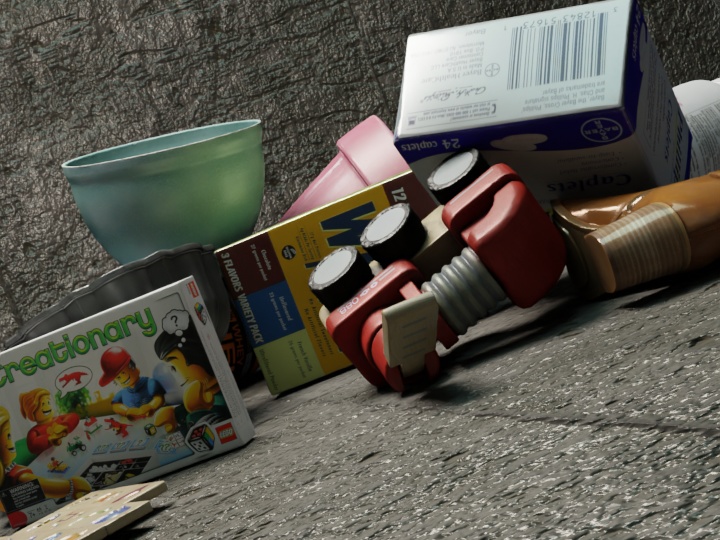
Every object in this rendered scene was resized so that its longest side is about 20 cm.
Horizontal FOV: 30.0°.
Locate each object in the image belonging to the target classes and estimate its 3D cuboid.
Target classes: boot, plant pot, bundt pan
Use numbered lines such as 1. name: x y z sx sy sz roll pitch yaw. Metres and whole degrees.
1. boot: 0.225 -0.035 0.962 0.154 0.074 0.200 -21 11 -4
2. plant pot: -0.181 -0.062 1.331 0.199 0.135 0.200 -12 11 2
3. bundt pan: -0.190 0.061 1.099 0.201 0.076 0.202 -30 -10 -6
4. plant pot: 0.002 -0.033 1.419 0.179 0.201 0.200 -37 3 2

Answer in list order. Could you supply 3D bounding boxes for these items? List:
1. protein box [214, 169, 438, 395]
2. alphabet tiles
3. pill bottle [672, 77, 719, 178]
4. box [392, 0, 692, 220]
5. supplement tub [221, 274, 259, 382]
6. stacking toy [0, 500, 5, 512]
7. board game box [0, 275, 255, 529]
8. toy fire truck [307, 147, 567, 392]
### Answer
1. protein box: 0.000 0.000 1.221 0.199 0.136 0.199 -22 3 7
2. alphabet tiles: -0.221 0.179 0.827 0.199 0.008 0.167 -25 4 -40
3. pill bottle: 0.294 -0.110 1.250 0.199 0.114 0.113 -23 4 -28
4. box: 0.149 -0.102 1.059 0.183 0.106 0.200 -5 -29 26
5. supplement tub: -0.174 0.071 1.333 0.122 0.123 0.200 -19 5 39
6. stacking toy: -0.283 0.151 1.130 0.109 0.117 0.200 -25 15 -1
7. board game box: -0.191 0.099 0.993 0.199 0.127 0.035 -22 3 14
8. toy fire truck: 0.059 0.010 0.921 0.176 0.129 0.200 -38 26 2
